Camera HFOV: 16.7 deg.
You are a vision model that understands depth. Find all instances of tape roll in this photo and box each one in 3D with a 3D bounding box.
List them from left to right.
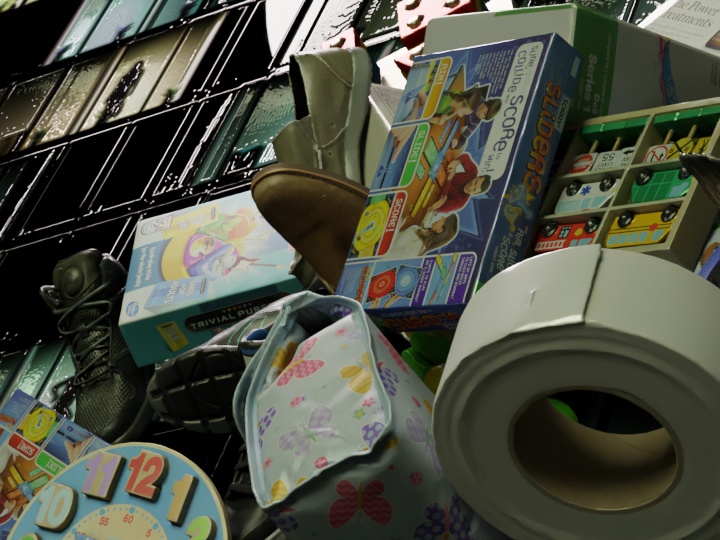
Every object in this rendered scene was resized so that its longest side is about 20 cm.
[{"bbox_3d":[0.145,0.083,1.459,0.202,0.203,0.071,-16,33,30],"label":"tape roll"}]

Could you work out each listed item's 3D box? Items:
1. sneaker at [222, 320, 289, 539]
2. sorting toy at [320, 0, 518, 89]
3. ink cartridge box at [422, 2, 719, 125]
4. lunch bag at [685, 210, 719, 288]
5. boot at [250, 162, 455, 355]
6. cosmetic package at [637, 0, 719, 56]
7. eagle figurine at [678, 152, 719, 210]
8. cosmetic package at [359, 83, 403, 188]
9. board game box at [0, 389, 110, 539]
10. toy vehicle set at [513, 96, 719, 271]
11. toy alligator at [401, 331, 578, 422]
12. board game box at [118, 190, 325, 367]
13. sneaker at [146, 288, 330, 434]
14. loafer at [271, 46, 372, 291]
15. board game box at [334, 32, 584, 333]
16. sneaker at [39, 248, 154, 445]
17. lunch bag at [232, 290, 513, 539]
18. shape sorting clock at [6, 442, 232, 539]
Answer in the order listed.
[{"bbox_3d":[-0.067,0.108,1.740,0.073,0.112,0.200,-2,42,46],"label":"sneaker"},{"bbox_3d":[0.040,-0.159,2.079,0.199,0.070,0.199,-27,29,14],"label":"sorting toy"},{"bbox_3d":[0.161,-0.124,1.758,0.144,0.199,0.084,0,80,46],"label":"ink cartridge box"},{"bbox_3d":[0.215,0.000,1.596,0.200,0.124,0.170,-40,26,-30],"label":"lunch bag"},{"bbox_3d":[0.000,0.000,1.747,0.074,0.200,0.076,-35,25,41],"label":"boot"},{"bbox_3d":[0.319,-0.192,1.855,0.151,0.052,0.200,-40,28,-15],"label":"cosmetic package"},{"bbox_3d":[0.278,-0.006,1.446,0.199,0.152,0.152,-10,23,-28],"label":"eagle figurine"},{"bbox_3d":[0.053,-0.077,1.868,0.200,0.103,0.073,-117,40,-69],"label":"cosmetic package"},{"bbox_3d":[-0.247,0.177,1.859,0.136,0.034,0.200,-55,34,-8],"label":"board game box"},{"bbox_3d":[0.152,-0.046,1.588,0.199,0.027,0.125,-7,47,47],"label":"toy vehicle set"},{"bbox_3d":[0.066,0.078,1.670,0.200,0.055,0.059,29,35,34],"label":"toy alligator"},{"bbox_3d":[-0.087,-0.007,1.968,0.199,0.047,0.151,-16,32,11],"label":"board game box"},{"bbox_3d":[-0.066,0.065,1.865,0.199,0.076,0.079,-19,20,12],"label":"sneaker"},{"bbox_3d":[-0.038,-0.080,1.870,0.075,0.069,0.201,132,147,-63],"label":"loafer"},{"bbox_3d":[0.064,-0.056,1.625,0.135,0.034,0.201,-4,60,47],"label":"board game box"},{"bbox_3d":[-0.215,0.061,1.970,0.076,0.114,0.200,-22,37,21],"label":"sneaker"},{"bbox_3d":[0.007,0.126,1.576,0.127,0.170,0.200,-31,31,13],"label":"lunch bag"},{"bbox_3d":[-0.176,0.213,1.703,0.199,0.039,0.201,-15,55,23],"label":"shape sorting clock"}]
